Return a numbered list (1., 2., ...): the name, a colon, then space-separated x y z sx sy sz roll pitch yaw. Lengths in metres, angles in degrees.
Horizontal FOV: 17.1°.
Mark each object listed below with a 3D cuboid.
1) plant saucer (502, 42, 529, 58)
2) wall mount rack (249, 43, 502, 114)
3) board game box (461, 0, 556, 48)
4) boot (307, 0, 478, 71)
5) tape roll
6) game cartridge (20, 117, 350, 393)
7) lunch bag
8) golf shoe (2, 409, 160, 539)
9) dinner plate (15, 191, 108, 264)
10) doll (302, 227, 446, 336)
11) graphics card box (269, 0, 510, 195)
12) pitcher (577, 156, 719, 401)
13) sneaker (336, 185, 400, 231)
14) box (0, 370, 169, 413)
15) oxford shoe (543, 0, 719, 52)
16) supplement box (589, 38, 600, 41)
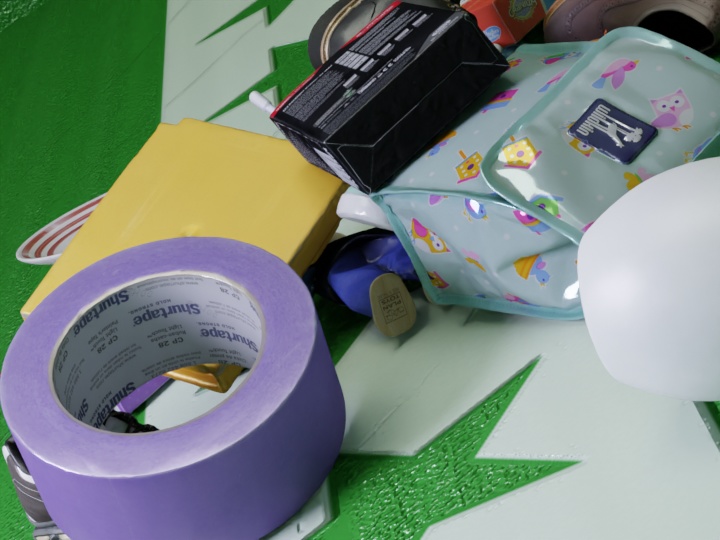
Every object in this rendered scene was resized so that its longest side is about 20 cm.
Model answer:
1. plant saucer: 0.064 -0.124 1.934 0.200 0.019 0.070 -36 18 -10
2. wall mount rack: 0.010 -0.148 1.934 0.200 0.075 0.174 -40 21 -23
3. board game box: 0.099 -0.222 2.060 0.200 0.040 0.153 -18 20 49
4. boot: 0.070 -0.209 1.834 0.200 0.078 0.138 -51 36 -14
5. tape roll: -0.114 0.077 1.471 0.199 0.085 0.201 -8 44 8
6. game cartridge: -0.114 -0.016 1.673 0.176 0.033 0.200 15 55 31
7. lunch bag: 0.132 -0.060 1.482 0.170 0.122 0.200 -44 25 -26
8. golf shoe: -0.155 0.125 1.541 0.199 0.095 0.078 -19 22 35
9. dinner plate: -0.182 -0.045 1.930 0.199 0.024 0.200 -22 15 6
10. doll: 0.000 0.000 1.666 0.136 0.049 0.200 -30 16 -11
11. graphics card box: 0.015 -0.118 1.581 0.125 0.051 0.200 -42 13 -4
12. pitcher: 0.224 -0.008 1.224 0.199 0.122 0.171 -14 3 22
13. sneaker: 0.046 -0.088 1.609 0.073 0.119 0.200 17 15 20
14. box: -0.189 0.057 1.863 0.137 0.039 0.200 -42 19 -29
15. oxford shoe: 0.200 -0.182 1.765 0.200 0.071 0.073 -11 33 50
16. supplement box: 0.113 -0.112 1.740 0.069 0.067 0.200 -45 20 -27
